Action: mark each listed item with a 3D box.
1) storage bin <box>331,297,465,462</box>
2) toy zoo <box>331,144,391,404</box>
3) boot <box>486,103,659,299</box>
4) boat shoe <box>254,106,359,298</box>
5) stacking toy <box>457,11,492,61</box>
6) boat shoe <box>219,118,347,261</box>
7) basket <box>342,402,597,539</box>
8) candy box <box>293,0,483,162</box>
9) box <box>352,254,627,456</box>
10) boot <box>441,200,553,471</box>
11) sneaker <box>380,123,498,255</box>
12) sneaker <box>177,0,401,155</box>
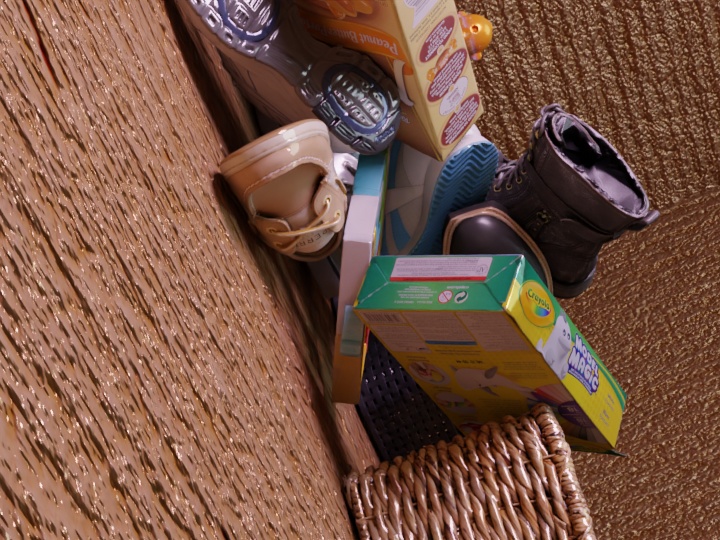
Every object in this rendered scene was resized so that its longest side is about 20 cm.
[{"bbox_3d":[0.042,0.067,1.453,0.200,0.093,0.135,-104,172,-51],"label":"storage bin"},{"bbox_3d":[0.000,0.000,1.216,0.200,0.020,0.132,-80,175,-57],"label":"toy zoo"},{"bbox_3d":[0.129,-0.076,1.309,0.200,0.069,0.174,41,-22,11],"label":"boot"},{"bbox_3d":[-0.028,-0.074,1.360,0.071,0.070,0.201,62,9,-57],"label":"boat shoe"},{"bbox_3d":[0.018,-0.172,1.485,0.110,0.199,0.116,47,23,-77],"label":"stacking toy"},{"bbox_3d":[-0.039,-0.045,1.128,0.200,0.074,0.069,41,24,-81],"label":"boat shoe"},{"bbox_3d":[0.093,0.214,1.131,0.143,0.148,0.201,62,9,-56],"label":"basket"},{"bbox_3d":[0.008,-0.169,1.178,0.115,0.055,0.200,31,-20,29],"label":"candy box"},{"bbox_3d":[0.094,0.062,1.151,0.200,0.117,0.049,52,50,-43],"label":"box"},{"bbox_3d":[0.115,0.062,1.283,0.139,0.077,0.200,-93,162,-56],"label":"boot"},{"bbox_3d":[0.042,-0.053,1.334,0.081,0.076,0.200,55,-36,27],"label":"sneaker"},{"bbox_3d":[-0.066,-0.144,1.161,0.200,0.075,0.087,47,-27,-14],"label":"sneaker"}]
